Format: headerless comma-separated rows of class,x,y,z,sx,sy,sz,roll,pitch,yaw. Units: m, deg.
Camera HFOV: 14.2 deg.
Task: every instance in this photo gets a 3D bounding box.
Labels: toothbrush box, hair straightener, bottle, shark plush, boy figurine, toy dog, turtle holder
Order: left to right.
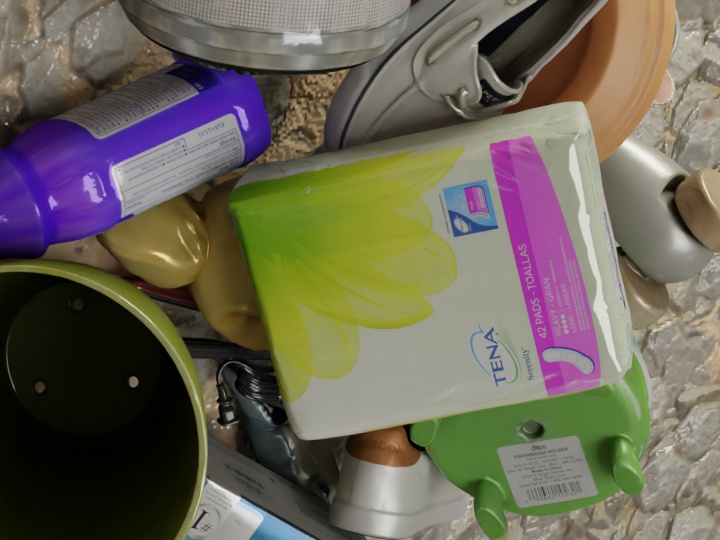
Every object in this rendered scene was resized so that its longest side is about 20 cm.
bottle,-0.148,-0.056,1.585,0.200,0.084,0.065,-27,110,-27
toothbrush box,-0.103,0.213,1.729,0.146,0.085,0.200,33,101,-26
hair straightener,-0.073,0.057,1.724,0.200,0.041,0.077,14,86,-41
boy figurine,-0.053,-0.007,1.654,0.200,0.064,0.124,4,116,-9
shark plush,-0.053,0.141,1.792,0.083,0.091,0.200,-14,133,3
turtle holder,0.090,0.054,1.715,0.185,0.132,0.141,38,123,-22
toy dog,0.155,-0.068,1.696,0.096,0.132,0.200,-20,94,-67

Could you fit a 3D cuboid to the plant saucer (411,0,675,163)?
plant saucer,0.079,-0.144,1.645,0.037,0.200,0.200,-3,118,-64

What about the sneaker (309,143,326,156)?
sneaker,0.000,0.000,1.762,0.082,0.074,0.200,-35,133,7

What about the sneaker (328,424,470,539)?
sneaker,0.032,0.111,1.791,0.200,0.073,0.085,-20,120,-80

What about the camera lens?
camera lens,-0.044,-0.212,1.530,0.160,0.160,0.200,-11,120,-35

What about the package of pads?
package of pads,0.042,0.004,1.587,0.200,0.068,0.155,-10,111,9

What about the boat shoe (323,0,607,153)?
boat shoe,0.064,-0.114,1.590,0.200,0.066,0.072,-41,141,13

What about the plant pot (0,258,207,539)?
plant pot,-0.163,0.071,1.557,0.187,0.200,0.187,1,101,4
